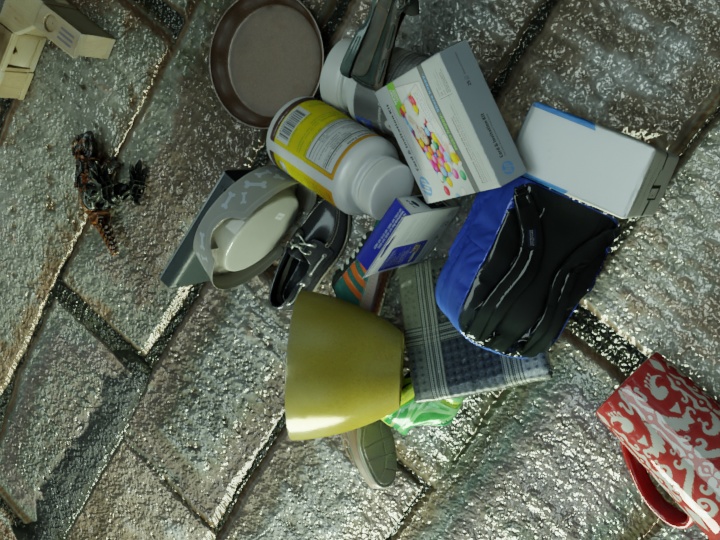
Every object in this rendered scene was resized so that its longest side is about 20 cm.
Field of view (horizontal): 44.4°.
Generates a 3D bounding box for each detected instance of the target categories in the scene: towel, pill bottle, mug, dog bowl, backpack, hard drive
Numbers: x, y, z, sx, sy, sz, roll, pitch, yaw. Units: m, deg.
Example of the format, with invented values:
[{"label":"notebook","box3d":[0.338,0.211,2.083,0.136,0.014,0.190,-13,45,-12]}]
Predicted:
[{"label":"towel","box3d":[0.149,0.066,1.173,0.192,0.035,0.200,-15,67,24]},{"label":"pill bottle","box3d":[-0.026,-0.145,1.162,0.200,0.109,0.109,37,112,34]},{"label":"mug","box3d":[0.378,0.220,1.059,0.200,0.133,0.178,46,113,18]},{"label":"dog bowl","box3d":[-0.154,-0.066,1.259,0.059,0.200,0.200,43,113,14]},{"label":"backpack","box3d":[0.187,-0.004,1.060,0.162,0.168,0.200,20,99,-17]},{"label":"hard drive","box3d":[-0.202,-0.063,1.311,0.033,0.140,0.200,42,113,15]},{"label":"pill bottle","box3d":[0.053,-0.234,1.171,0.200,0.114,0.114,24,107,23]}]

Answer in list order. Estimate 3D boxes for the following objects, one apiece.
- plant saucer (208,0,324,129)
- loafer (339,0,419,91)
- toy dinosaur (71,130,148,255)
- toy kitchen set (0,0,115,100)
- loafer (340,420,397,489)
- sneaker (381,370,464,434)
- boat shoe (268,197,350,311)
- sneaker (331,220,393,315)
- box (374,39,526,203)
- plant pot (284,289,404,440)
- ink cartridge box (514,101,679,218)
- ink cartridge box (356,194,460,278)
[{"label":"plant saucer","box3d":[-0.134,-0.310,1.303,0.200,0.034,0.201,4,100,27]},{"label":"loafer","box3d":[0.045,-0.311,1.072,0.063,0.072,0.200,34,122,6]},{"label":"toy dinosaur","box3d":[-0.423,-0.133,1.461,0.136,0.102,0.200,-14,109,43]},{"label":"toy kitchen set","box3d":[-0.552,-0.345,1.441,0.180,0.163,0.200,38,112,18]},{"label":"loafer","box3d":[-0.004,0.224,1.296,0.063,0.072,0.200,-26,78,44]},{"label":"sneaker","box3d":[0.116,0.164,1.228,0.200,0.074,0.084,-30,114,22]},{"label":"boat shoe","box3d":[-0.077,-0.024,1.295,0.073,0.063,0.200,35,111,19]},{"label":"sneaker","box3d":[0.000,0.000,1.254,0.080,0.071,0.200,24,108,18]},{"label":"box","box3d":[0.097,-0.162,1.012,0.041,0.200,0.156,-28,98,-16]},{"label":"plant pot","box3d":[-0.015,0.130,1.176,0.142,0.200,0.201,4,99,5]},{"label":"ink cartridge box","box3d":[0.274,-0.125,1.024,0.146,0.200,0.084,26,106,22]},{"label":"ink cartridge box","box3d":[0.058,-0.049,1.145,0.039,0.200,0.100,40,111,15]}]
